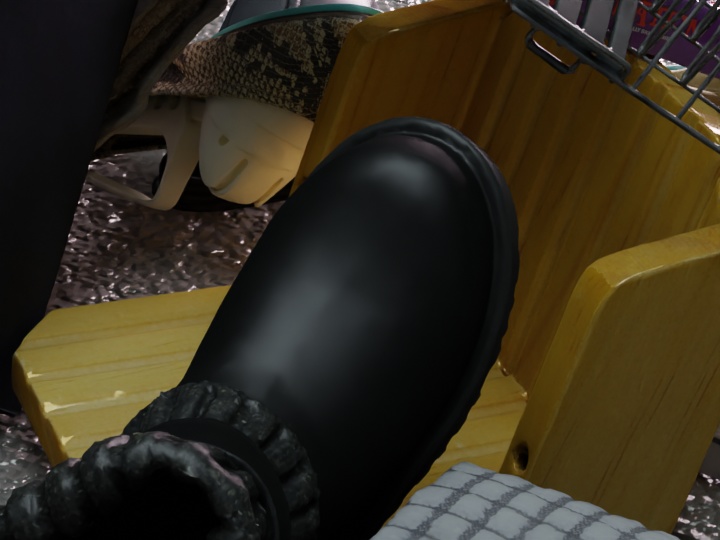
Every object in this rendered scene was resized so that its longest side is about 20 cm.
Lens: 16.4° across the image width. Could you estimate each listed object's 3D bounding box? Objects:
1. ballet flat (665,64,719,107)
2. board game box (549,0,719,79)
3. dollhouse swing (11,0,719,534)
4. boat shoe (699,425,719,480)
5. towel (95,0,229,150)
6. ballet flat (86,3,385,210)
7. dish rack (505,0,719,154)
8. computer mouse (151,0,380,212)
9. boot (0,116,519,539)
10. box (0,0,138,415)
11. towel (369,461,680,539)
[{"bbox_3d":[0.171,-0.061,1.037,0.199,0.069,0.063,-15,62,-17],"label":"ballet flat"},{"bbox_3d":[0.118,-0.100,0.906,0.199,0.032,0.120,16,26,-31],"label":"board game box"},{"bbox_3d":[0.000,0.000,0.841,0.175,0.183,0.200,7,26,-28],"label":"dollhouse swing"},{"bbox_3d":[0.187,0.048,0.836,0.199,0.070,0.071,21,38,31],"label":"boat shoe"},{"bbox_3d":[-0.137,-0.077,0.991,0.200,0.034,0.133,-43,35,6],"label":"towel"},{"bbox_3d":[-0.063,-0.059,0.987,0.199,0.068,0.076,1,67,42],"label":"ballet flat"},{"bbox_3d":[0.136,-0.082,0.802,0.199,0.055,0.154,33,35,-9],"label":"dish rack"},{"bbox_3d":[-0.003,-0.088,1.081,0.140,0.046,0.200,4,32,11],"label":"computer mouse"},{"bbox_3d":[-0.032,0.044,0.690,0.079,0.212,0.158,27,-1,16],"label":"boot"},{"bbox_3d":[-0.202,-0.072,0.896,0.199,0.200,0.123,13,-6,22],"label":"box"},{"bbox_3d":[0.049,0.153,0.662,0.165,0.086,0.200,23,41,23],"label":"towel"}]
